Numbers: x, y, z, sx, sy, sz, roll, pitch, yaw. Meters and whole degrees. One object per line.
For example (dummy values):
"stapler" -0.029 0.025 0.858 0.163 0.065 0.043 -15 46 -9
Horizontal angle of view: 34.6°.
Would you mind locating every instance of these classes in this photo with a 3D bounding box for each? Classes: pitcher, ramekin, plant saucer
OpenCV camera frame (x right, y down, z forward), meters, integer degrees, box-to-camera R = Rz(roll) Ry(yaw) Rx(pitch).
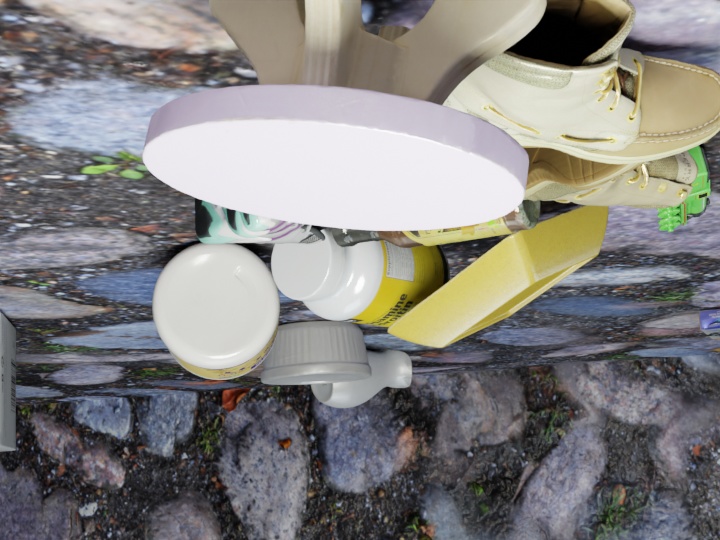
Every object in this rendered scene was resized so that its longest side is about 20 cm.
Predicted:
"pitcher" -0.018 0.212 2.403 0.199 0.123 0.171 -9 -169 -39
"ramekin" -0.080 0.147 2.045 0.200 0.095 0.202 -3 169 -1
"plant saucer" 0.153 0.011 1.187 0.199 0.049 0.200 -19 164 -49

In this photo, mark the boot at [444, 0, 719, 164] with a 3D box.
"boot" 0.151 -0.123 0.714 0.198 0.073 0.155 3 168 -3

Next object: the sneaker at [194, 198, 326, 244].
"sneaker" -0.055 -0.063 1.000 0.138 0.079 0.200 0 179 -23

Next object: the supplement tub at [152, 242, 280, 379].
"supplement tub" -0.168 0.053 1.375 0.144 0.147 0.200 -2 170 -5

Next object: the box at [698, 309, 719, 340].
"box" 0.698 0.095 2.143 0.118 0.042 0.200 -7 166 23

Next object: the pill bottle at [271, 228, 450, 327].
"pill bottle" 0.000 0.000 1.225 0.111 0.113 0.199 -11 167 37

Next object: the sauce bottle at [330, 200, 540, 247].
"sauce bottle" 0.066 -0.054 1.084 0.198 0.065 0.065 -10 168 26

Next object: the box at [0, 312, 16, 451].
"box" -0.597 0.173 1.747 0.129 0.201 0.200 -2 170 -10

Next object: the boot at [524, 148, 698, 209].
"boot" 0.210 -0.090 0.909 0.154 0.074 0.200 2 170 -24

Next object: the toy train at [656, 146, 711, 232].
"toy train" 0.306 -0.077 1.105 0.056 0.042 0.200 -16 167 13

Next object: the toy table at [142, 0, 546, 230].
"toy table" -0.007 -0.099 0.594 0.198 0.118 0.184 9 162 9
